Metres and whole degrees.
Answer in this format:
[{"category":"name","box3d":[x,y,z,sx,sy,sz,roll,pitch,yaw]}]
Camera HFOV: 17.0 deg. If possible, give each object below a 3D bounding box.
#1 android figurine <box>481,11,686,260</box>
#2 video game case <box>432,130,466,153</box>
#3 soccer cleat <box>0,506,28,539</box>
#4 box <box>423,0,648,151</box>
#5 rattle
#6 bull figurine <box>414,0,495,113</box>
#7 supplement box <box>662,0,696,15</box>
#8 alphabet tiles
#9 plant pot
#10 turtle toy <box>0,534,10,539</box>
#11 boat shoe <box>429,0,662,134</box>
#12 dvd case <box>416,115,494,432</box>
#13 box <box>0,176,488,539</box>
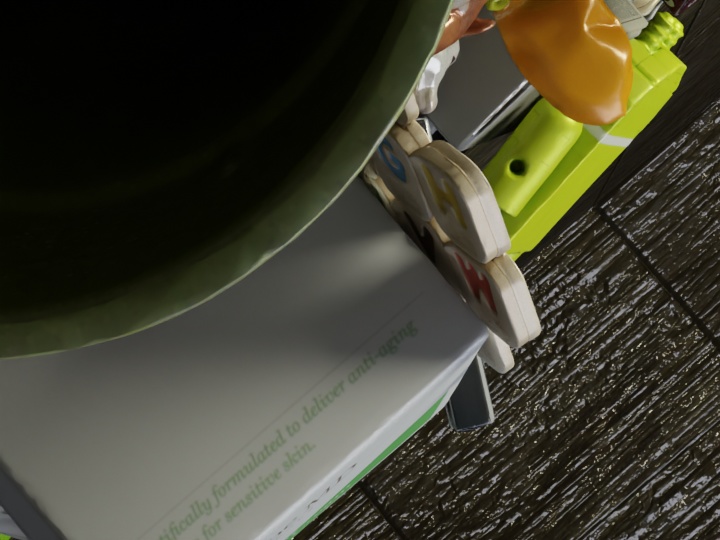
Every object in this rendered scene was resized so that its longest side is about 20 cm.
[{"category":"android figurine","box3d":[0.117,-0.067,1.381,0.200,0.041,0.182,-50,171,12]},{"category":"video game case","box3d":[0.026,-0.051,1.526,0.200,0.019,0.143,-46,-177,18]},{"category":"soccer cleat","box3d":[-0.171,0.120,1.303,0.078,0.198,0.070,-29,127,-77]},{"category":"box","box3d":[0.086,-0.138,1.378,0.078,0.095,0.200,-44,171,24]},{"category":"rattle","box3d":[0.092,-0.155,1.148,0.129,0.144,0.200,-17,170,-23]},{"category":"bull figurine","box3d":[0.035,-0.137,1.063,0.122,0.065,0.201,-59,176,-48]},{"category":"supplement box","box3d":[0.222,-0.249,1.361,0.200,0.109,0.061,-38,173,-17]},{"category":"alphabet tiles","box3d":[0.004,-0.045,1.021,0.015,0.200,0.196,-35,133,-14]},{"category":"plant pot","box3d":[-0.064,-0.106,0.505,0.200,0.200,0.190,-43,-174,17]},{"category":"turtle toy","box3d":[-0.262,0.190,1.466,0.200,0.101,0.146,-46,172,30]},{"category":"boat shoe","box3d":[0.114,-0.142,1.594,0.200,0.068,0.075,-43,173,14]},{"category":"dvd case","box3d":[0.040,-0.004,1.233,0.025,0.152,0.200,-13,-177,1]},{"category":"box","box3d":[-0.084,0.032,1.052,0.199,0.200,0.171,-40,171,-13]}]
